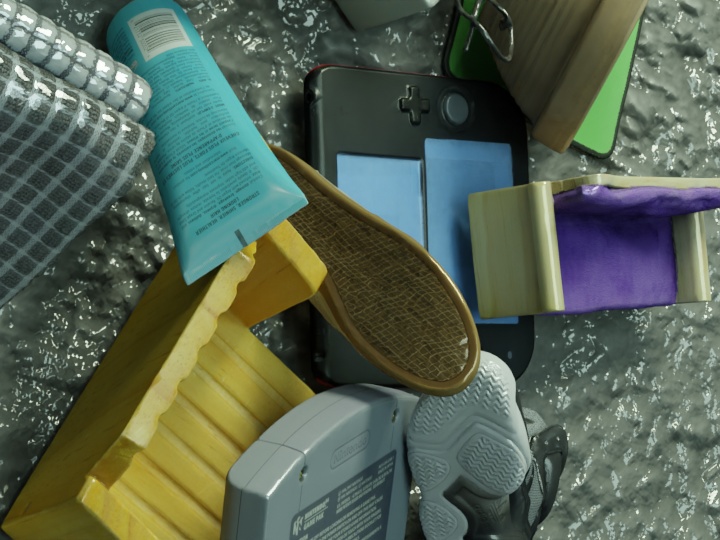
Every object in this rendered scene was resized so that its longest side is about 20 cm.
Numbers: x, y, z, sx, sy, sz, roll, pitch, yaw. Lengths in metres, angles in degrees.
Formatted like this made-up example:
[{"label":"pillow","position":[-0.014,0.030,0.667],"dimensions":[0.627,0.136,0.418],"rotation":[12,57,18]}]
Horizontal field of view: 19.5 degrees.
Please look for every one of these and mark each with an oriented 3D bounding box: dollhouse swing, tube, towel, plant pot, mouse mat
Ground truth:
[{"label":"dollhouse swing","position":[-0.068,0.105,1.182],"dimensions":[0.175,0.181,0.201],"rotation":[38,64,-15]},{"label":"tube","position":[-0.092,-0.078,1.165],"dimensions":[0.077,0.201,0.050],"rotation":[-37,134,10]},{"label":"towel","position":[-0.222,-0.052,1.052],"dimensions":[0.165,0.200,0.086],"rotation":[27,38,-33]},{"label":"plant pot","position":[0.139,-0.185,1.355],"dimensions":[0.092,0.201,0.202],"rotation":[29,65,2]},{"label":"mouse mat","position":[0.136,-0.194,1.451],"dimensions":[0.160,0.008,0.202],"rotation":[24,71,-32]}]

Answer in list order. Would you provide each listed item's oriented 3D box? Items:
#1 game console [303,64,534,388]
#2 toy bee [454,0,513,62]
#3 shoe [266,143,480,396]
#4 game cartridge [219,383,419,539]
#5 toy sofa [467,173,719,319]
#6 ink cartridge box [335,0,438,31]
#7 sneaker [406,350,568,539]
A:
[{"label":"game console","position":[0.039,-0.025,1.340],"dimensions":[0.176,0.031,0.202],"rotation":[3,83,-41]},{"label":"toy bee","position":[0.002,-0.205,1.200],"dimensions":[0.131,0.108,0.202],"rotation":[27,49,-54]},{"label":"shoe","position":[0.000,0.000,1.241],"dimensions":[0.070,0.053,0.200],"rotation":[-44,69,-2]},{"label":"game cartridge","position":[-0.024,0.140,1.211],"dimensions":[0.200,0.041,0.134],"rotation":[-25,121,-61]},{"label":"toy sofa","position":[0.165,-0.015,1.372],"dimensions":[0.199,0.097,0.084],"rotation":[-2,86,-52]},{"label":"ink cartridge box","position":[0.007,-0.275,1.317],"dimensions":[0.147,0.083,0.201],"rotation":[-49,114,-29]},{"label":"sneaker","position":[0.082,0.108,1.307],"dimensions":[0.114,0.075,0.201],"rotation":[-59,153,-46]}]
